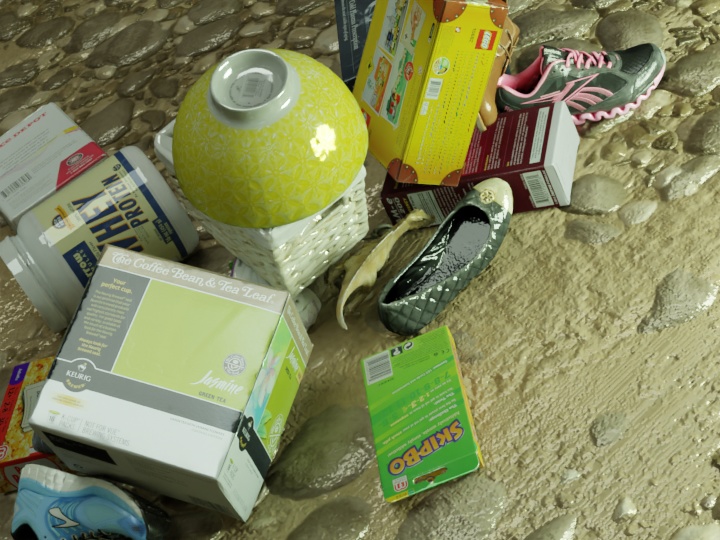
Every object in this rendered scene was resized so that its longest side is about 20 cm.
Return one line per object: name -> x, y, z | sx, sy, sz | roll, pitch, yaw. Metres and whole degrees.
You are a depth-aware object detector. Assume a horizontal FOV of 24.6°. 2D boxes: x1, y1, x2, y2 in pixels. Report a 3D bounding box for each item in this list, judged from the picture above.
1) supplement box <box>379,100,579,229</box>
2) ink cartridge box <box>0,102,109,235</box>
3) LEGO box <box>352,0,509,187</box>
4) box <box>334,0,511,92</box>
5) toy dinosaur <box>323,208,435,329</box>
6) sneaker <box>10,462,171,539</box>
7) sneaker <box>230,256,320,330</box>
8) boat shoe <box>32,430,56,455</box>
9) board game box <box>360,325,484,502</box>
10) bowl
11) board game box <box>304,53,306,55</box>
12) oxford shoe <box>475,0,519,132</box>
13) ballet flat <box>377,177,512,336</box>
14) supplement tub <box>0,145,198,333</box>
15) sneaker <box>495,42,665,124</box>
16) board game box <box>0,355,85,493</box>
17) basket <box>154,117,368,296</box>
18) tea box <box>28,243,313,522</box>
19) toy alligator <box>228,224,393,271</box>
supplement box -> 0.128, -0.110, 1.774 | 0.199, 0.061, 0.109 | -8, 42, 24
ink cartridge box -> -0.398, -0.114, 2.100 | 0.147, 0.086, 0.200 | -37, 36, -10
LEGO box -> 0.065, -0.209, 1.715 | 0.077, 0.201, 0.149 | 3, 27, -27
box -> 0.073, -0.270, 1.962 | 0.181, 0.104, 0.201 | -19, 38, 10
toy dinosaur -> 0.000, 0.000, 1.689 | 0.200, 0.058, 0.101 | -50, -1, -39
sneaker -> -0.267, 0.252, 1.617 | 0.199, 0.078, 0.090 | 4, 66, 40
sneaker -> -0.096, 0.055, 1.715 | 0.099, 0.075, 0.201 | 3, 53, 8
boat shoe -> -0.283, 0.106, 1.708 | 0.067, 0.072, 0.201 | -3, 51, 27
board game box -> 0.057, 0.139, 1.559 | 0.095, 0.030, 0.200 | -23, 35, 9
bowl -> -0.098, -0.153, 1.617 | 0.199, 0.108, 0.201 | -5, 54, 7
board game box -> -0.099, -0.143, 1.924 | 0.104, 0.103, 0.201 | -15, 39, 18
oxford shoe -> 0.137, -0.237, 1.776 | 0.071, 0.071, 0.201 | -10, 55, 14
ballet flat -> 0.091, -0.017, 1.672 | 0.066, 0.057, 0.200 | 30, 73, 28
supplement tub -> -0.302, -0.034, 1.894 | 0.199, 0.145, 0.145 | -35, 37, -8
sneaker -> 0.233, -0.210, 1.796 | 0.199, 0.096, 0.079 | -22, 34, 8
board game box -> -0.292, 0.148, 1.756 | 0.199, 0.046, 0.152 | -15, 39, 18
basket -> -0.098, -0.088, 1.714 | 0.135, 0.124, 0.200 | -40, 58, -17
tea box -> -0.176, 0.106, 1.576 | 0.199, 0.134, 0.198 | 15, 68, 16
toy alligator -> -0.050, -0.035, 1.802 | 0.199, 0.059, 0.054 | -14, 39, 20
